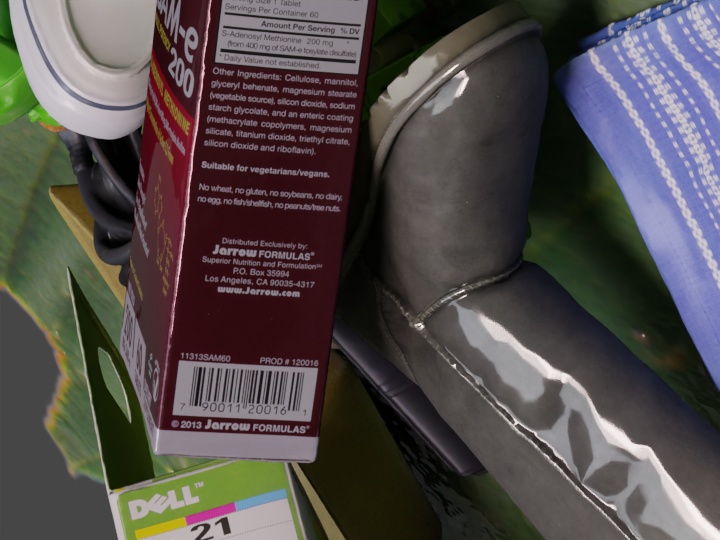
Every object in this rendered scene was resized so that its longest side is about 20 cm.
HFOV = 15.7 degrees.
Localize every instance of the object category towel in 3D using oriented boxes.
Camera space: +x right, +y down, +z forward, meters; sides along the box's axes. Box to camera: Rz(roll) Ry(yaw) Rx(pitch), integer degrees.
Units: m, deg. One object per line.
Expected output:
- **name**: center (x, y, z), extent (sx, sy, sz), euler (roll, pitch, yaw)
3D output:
- **towel**: center (0.138, -0.025, 0.816), extent (0.145, 0.024, 0.200), euler (64, 156, -3)

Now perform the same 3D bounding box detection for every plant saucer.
- **plant saucer**: center (-0.039, 0.056, 1.183), extent (0.200, 0.048, 0.200), euler (45, 169, 37)

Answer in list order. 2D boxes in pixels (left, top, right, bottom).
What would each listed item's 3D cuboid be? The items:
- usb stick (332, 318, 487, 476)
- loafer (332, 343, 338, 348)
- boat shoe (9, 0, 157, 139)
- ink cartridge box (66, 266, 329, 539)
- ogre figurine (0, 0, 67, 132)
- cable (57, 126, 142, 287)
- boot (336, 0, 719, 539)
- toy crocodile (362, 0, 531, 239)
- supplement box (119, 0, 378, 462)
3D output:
- **usb stick**: center (0.000, 0.000, 1.017), extent (0.200, 0.055, 0.033), euler (48, -168, -18)
- **loafer**: center (-0.038, -0.048, 1.103), extent (0.200, 0.063, 0.072), euler (49, 153, 29)
- **boat shoe**: center (-0.091, -0.150, 0.998), extent (0.067, 0.073, 0.200), euler (128, 147, -58)
- **ink cartridge box**: center (-0.056, 0.103, 1.094), extent (0.148, 0.076, 0.200), euler (71, -176, -67)
- **ogre figurine**: center (-0.160, -0.109, 1.071), extent (0.120, 0.200, 0.098), euler (55, 170, 37)
- **cable**: center (-0.072, -0.085, 1.081), extent (0.163, 0.051, 0.200), euler (-32, 57, 44)
- **boot**: center (0.076, 0.029, 0.891), extent (0.200, 0.073, 0.182), euler (51, 150, 19)
- **toy crocodile**: center (0.002, -0.092, 0.983), extent (0.067, 0.062, 0.200), euler (-32, 90, 31)
- **supplement box**: center (-0.040, -0.046, 0.908), extent (0.109, 0.061, 0.200), euler (-124, 40, -69)
